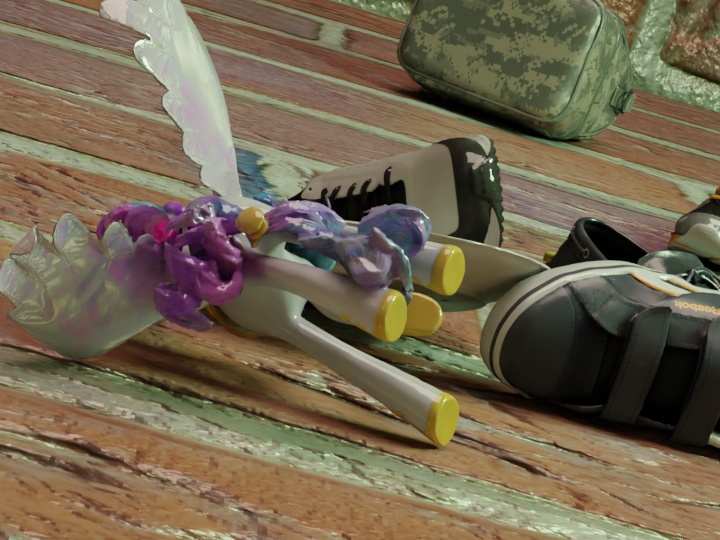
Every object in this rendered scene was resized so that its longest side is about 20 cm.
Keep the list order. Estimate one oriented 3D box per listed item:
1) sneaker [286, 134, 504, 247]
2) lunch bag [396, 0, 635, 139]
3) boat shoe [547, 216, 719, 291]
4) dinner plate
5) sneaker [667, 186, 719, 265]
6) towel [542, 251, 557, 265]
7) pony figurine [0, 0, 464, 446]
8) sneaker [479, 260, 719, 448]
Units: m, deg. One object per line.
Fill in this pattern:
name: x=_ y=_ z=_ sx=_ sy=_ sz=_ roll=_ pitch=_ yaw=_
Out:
sneaker: x=0.014 y=-0.027 z=1.437 sx=0.080 sy=0.074 sz=0.200 roll=1 pitch=-11 yaw=-24
lunch bag: x=0.151 y=-0.204 z=2.492 sx=0.199 sy=0.140 sz=0.168 roll=21 pitch=-5 yaw=22
boat shoe: x=0.181 y=0.021 z=1.539 sx=0.074 sy=0.063 sz=0.200 roll=10 pitch=14 yaw=-40
dinner plate: x=0.000 y=0.000 z=1.354 sx=0.199 sy=0.024 sz=0.200 roll=6 pitch=-7 yaw=1
sneaker: x=0.292 y=-0.041 z=1.994 sx=0.078 sy=0.078 sz=0.200 roll=22 pitch=13 yaw=23
towel: x=0.205 y=0.030 z=1.660 sx=0.086 sy=0.018 sz=0.200 roll=15 pitch=8 yaw=-40
pony figurine: x=-0.058 y=-0.008 z=1.164 sx=0.199 sy=0.167 sz=0.193 roll=17 pitch=-22 yaw=24
sneaker: x=0.160 y=0.045 z=1.335 sx=0.199 sy=0.079 sz=0.079 roll=3 pitch=25 yaw=-30
